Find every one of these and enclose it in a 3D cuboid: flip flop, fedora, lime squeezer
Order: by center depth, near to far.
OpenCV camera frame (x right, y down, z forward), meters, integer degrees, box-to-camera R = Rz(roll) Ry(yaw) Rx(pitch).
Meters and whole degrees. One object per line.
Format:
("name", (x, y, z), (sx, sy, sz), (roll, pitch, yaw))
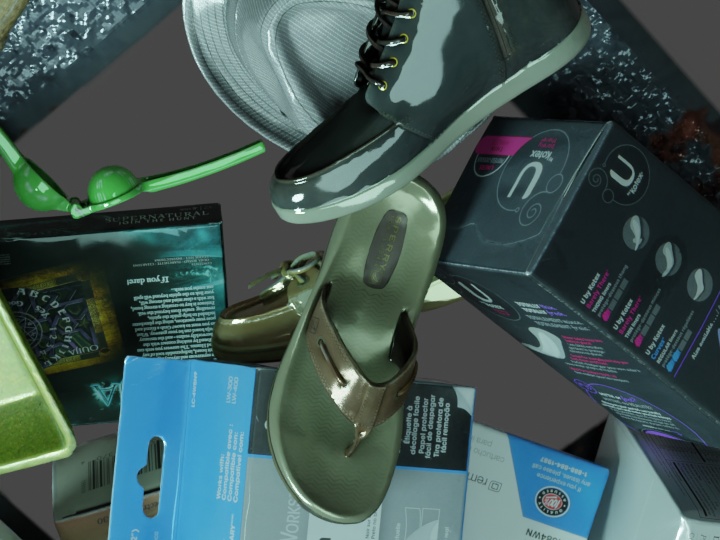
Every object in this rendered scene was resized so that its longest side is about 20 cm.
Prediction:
("flip flop", (0.004, 0.042, 1.472), (0.081, 0.058, 0.201), (17, 89, -14))
("fedora", (-0.002, -0.128, 1.491), (0.200, 0.090, 0.177), (39, 108, -22))
("lime squeezer", (-0.159, -0.065, 1.550), (0.199, 0.038, 0.071), (13, 85, -11))

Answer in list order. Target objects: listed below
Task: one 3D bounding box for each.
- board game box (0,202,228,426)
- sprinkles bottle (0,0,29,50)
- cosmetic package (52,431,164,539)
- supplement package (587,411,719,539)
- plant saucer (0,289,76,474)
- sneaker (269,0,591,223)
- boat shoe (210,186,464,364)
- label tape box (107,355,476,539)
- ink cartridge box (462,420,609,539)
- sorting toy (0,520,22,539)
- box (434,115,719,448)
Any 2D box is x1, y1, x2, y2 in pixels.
("board game box", (-0.178, 0.032, 1.595), (0.199, 0.028, 0.136), (-4, 118, -4))
("sprinkles bottle", (-0.175, -0.214, 1.443), (0.068, 0.068, 0.200), (29, 112, -19))
("cosmetic package", (-0.115, 0.201, 1.658), (0.103, 0.087, 0.201), (-18, 118, 3))
("supplement package", (0.241, 0.211, 1.645), (0.199, 0.147, 0.192), (8, 112, -17))
("plant saucer", (-0.281, 0.035, 1.546), (0.199, 0.048, 0.201), (-16, 112, 24))
("sneaker", (0.016, -0.117, 1.411), (0.200, 0.075, 0.106), (-37, 119, -2))
("boat shoe", (0.000, 0.000, 1.576), (0.199, 0.073, 0.063), (-21, 108, -8))
("label tape box", (-0.040, 0.128, 1.524), (0.199, 0.066, 0.144), (6, 90, -17))
("ink cartridge box", (0.048, 0.191, 1.627), (0.145, 0.084, 0.201), (19, 87, -16))
("sorting toy", (-0.196, 0.216, 1.572), (0.180, 0.107, 0.200), (50, 149, 6))
("box", (0.153, 0.007, 1.531), (0.200, 0.122, 0.106), (37, 75, -29))
